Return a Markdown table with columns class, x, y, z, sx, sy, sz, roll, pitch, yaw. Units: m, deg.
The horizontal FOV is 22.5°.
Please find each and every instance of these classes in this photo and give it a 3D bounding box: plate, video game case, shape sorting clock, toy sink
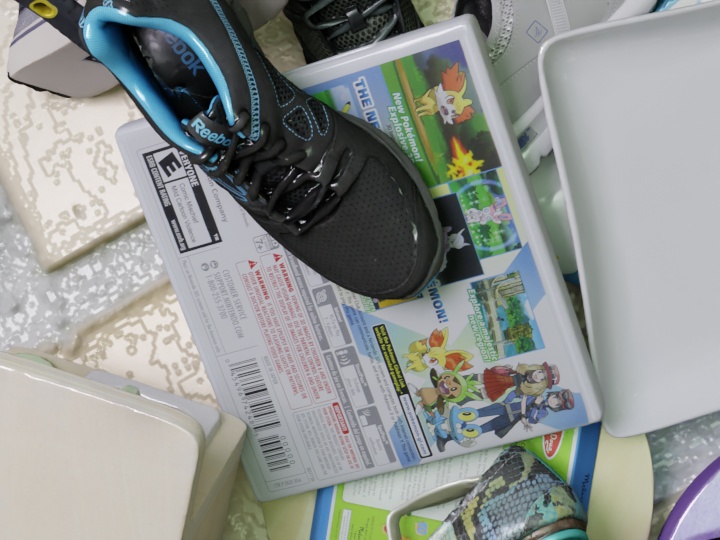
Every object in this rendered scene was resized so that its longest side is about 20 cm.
| class | x | y | z | sx | sy | sz | roll | pitch | yaw |
| --- | --- | --- | --- | --- | --- | --- | --- | --- | --- |
| plate | 0.189 | -0.038 | 0.866 | 0.199 | 0.032 | 0.201 | -15 | 107 | -9 |
| video game case | 0.000 | 0.000 | 0.855 | 0.182 | 0.022 | 0.201 | -15 | 105 | 18 |
| shape sorting clock | 0.048 | 0.108 | 0.911 | 0.199 | 0.039 | 0.201 | 1 | 93 | 13 |
| toy sink | -0.135 | 0.114 | 0.860 | 0.130 | 0.112 | 0.201 | 16 | 117 | 7 |

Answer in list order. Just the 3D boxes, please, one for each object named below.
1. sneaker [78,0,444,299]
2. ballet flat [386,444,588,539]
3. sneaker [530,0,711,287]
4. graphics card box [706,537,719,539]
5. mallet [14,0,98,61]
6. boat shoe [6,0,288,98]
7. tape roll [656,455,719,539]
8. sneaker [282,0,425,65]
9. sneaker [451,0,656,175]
| class | x | y | z | sx | sy | sz | roll | pitch | yaw |
| --- | --- | --- | --- | --- | --- | --- | --- | --- | --- |
| sneaker | -0.046 | -0.053 | 0.788 | 0.200 | 0.082 | 0.073 | 44 | 115 | -9 |
| ballet flat | 0.019 | 0.155 | 0.875 | 0.200 | 0.074 | 0.074 | -37 | 83 | 10 |
| sneaker | 0.150 | -0.082 | 0.907 | 0.081 | 0.077 | 0.200 | 39 | 91 | -8 |
| graphics card box | 0.161 | 0.227 | 0.821 | 0.125 | 0.051 | 0.201 | -15 | 83 | 5 |
| mallet | -0.086 | -0.090 | 0.865 | 0.066 | 0.200 | 0.041 | -18 | 56 | 20 |
| boat shoe | -0.108 | -0.155 | 0.888 | 0.199 | 0.074 | 0.093 | -14 | 70 | 43 |
| tape roll | 0.239 | 0.171 | 0.875 | 0.199 | 0.066 | 0.201 | 0 | 85 | 5 |
| sneaker | -0.002 | -0.119 | 0.900 | 0.076 | 0.114 | 0.200 | -23 | 86 | 5 |
| sneaker | 0.090 | -0.135 | 0.880 | 0.082 | 0.075 | 0.200 | 40 | 64 | -18 |
